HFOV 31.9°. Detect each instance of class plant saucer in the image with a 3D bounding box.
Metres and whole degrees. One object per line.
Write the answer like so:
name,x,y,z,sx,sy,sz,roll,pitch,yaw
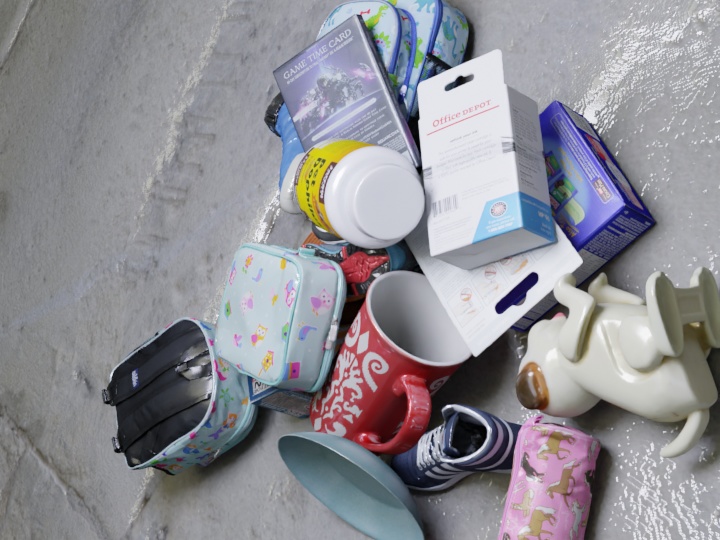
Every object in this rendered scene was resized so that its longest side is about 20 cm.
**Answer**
plant saucer,-0.002,0.237,1.408,0.201,0.201,0.039,12,54,45

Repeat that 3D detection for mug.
mug,0.020,0.125,1.404,0.200,0.133,0.178,-57,-1,40

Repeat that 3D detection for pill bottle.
pill bottle,0.000,-0.085,1.372,0.109,0.109,0.200,-66,20,1

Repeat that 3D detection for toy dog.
toy dog,0.253,0.090,1.261,0.200,0.139,0.194,-13,93,40

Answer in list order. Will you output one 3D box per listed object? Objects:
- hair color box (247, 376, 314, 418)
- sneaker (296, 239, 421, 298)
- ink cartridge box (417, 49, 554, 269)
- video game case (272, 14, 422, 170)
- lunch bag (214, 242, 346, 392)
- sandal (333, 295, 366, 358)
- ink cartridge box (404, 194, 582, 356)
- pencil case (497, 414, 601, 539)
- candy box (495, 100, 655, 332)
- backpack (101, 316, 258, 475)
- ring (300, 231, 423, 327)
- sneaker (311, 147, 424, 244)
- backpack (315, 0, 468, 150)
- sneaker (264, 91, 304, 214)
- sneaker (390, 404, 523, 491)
hair color box,-0.097,0.079,1.603,0.060,0.100,0.200,-28,57,32
sneaker,0.000,0.000,1.491,0.200,0.095,0.079,-4,94,52
ink cartridge box,0.128,-0.115,1.314,0.116,0.068,0.200,-18,66,36
video game case,-0.017,-0.183,1.506,0.143,0.019,0.200,-28,78,34
lunch bag,-0.091,0.048,1.454,0.200,0.077,0.161,18,94,58
sandal,-0.019,0.057,1.566,0.079,0.059,0.207,-26,58,35
ink cartridge box,0.143,-0.028,1.353,0.160,0.047,0.200,-44,55,22
pencil case,0.184,0.251,1.277,0.083,0.086,0.200,9,81,38
candy box,0.197,-0.057,1.393,0.200,0.077,0.169,-42,51,23
backpack,-0.222,0.162,1.653,0.200,0.150,0.178,-40,53,35
ring,-0.004,-0.017,1.562,0.200,0.019,0.201,-18,48,21
sneaker,0.022,-0.096,1.540,0.200,0.080,0.074,-24,47,18
backpack,0.035,-0.265,1.579,0.183,0.147,0.200,10,78,42
sneaker,-0.087,-0.172,1.705,0.111,0.077,0.200,11,77,39
sneaker,0.090,0.194,1.372,0.200,0.108,0.070,-16,64,37
